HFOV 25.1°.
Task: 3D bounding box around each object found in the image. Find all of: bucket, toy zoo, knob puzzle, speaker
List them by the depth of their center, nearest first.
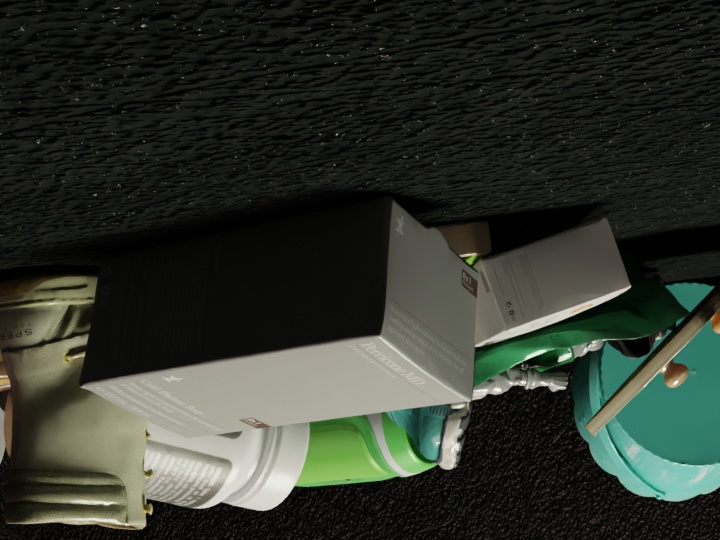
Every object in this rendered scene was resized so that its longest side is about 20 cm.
[{"bbox_3d":[0.000,0.000,1.044,0.130,0.021,0.200,-6,173,-8],"label":"toy zoo"},{"bbox_3d":[0.246,0.054,1.204,0.220,0.030,0.220,-45,172,-8],"label":"knob puzzle"},{"bbox_3d":[-0.026,0.133,1.334,0.199,0.089,0.088,-10,173,36],"label":"speaker"},{"bbox_3d":[0.307,0.113,1.564,0.206,0.209,0.135,-6,164,-2],"label":"bucket"}]

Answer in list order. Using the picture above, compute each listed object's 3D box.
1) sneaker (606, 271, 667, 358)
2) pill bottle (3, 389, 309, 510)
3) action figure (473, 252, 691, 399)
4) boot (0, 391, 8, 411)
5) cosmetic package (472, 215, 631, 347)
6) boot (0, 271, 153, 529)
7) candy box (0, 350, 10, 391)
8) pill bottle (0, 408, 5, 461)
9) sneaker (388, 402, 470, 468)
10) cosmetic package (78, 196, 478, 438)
[{"bbox_3d":[0.184,0.039,1.341,0.115,0.076,0.200,-6,175,19],"label":"sneaker"},{"bbox_3d":[-0.145,0.109,1.172,0.199,0.115,0.114,19,160,-32],"label":"pill bottle"},{"bbox_3d":[0.127,0.055,1.170,0.199,0.055,0.118,-21,-160,-8],"label":"action figure"},{"bbox_3d":[-0.199,0.123,1.298,0.200,0.073,0.144,36,149,-15],"label":"boot"},{"bbox_3d":[0.112,0.012,1.047,0.082,0.051,0.200,-21,176,-3],"label":"cosmetic package"},{"bbox_3d":[-0.140,0.082,1.005,0.072,0.156,0.199,-10,171,41],"label":"boot"},{"bbox_3d":[-0.276,0.057,1.093,0.115,0.056,0.199,-4,174,-36],"label":"candy box"},{"bbox_3d":[-0.406,0.131,1.345,0.199,0.113,0.112,-8,173,9],"label":"pill bottle"},{"bbox_3d":[0.018,0.065,0.985,0.079,0.078,0.200,6,-169,-17],"label":"sneaker"},{"bbox_3d":[-0.043,0.031,0.895,0.199,0.091,0.107,-9,153,33],"label":"cosmetic package"}]
